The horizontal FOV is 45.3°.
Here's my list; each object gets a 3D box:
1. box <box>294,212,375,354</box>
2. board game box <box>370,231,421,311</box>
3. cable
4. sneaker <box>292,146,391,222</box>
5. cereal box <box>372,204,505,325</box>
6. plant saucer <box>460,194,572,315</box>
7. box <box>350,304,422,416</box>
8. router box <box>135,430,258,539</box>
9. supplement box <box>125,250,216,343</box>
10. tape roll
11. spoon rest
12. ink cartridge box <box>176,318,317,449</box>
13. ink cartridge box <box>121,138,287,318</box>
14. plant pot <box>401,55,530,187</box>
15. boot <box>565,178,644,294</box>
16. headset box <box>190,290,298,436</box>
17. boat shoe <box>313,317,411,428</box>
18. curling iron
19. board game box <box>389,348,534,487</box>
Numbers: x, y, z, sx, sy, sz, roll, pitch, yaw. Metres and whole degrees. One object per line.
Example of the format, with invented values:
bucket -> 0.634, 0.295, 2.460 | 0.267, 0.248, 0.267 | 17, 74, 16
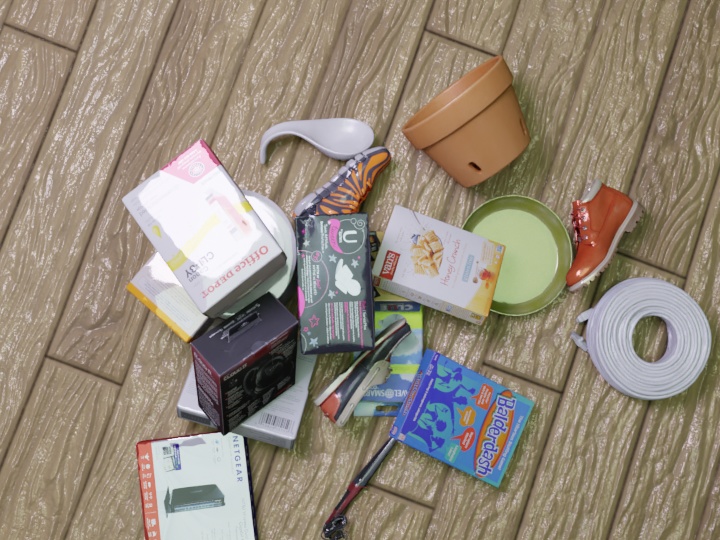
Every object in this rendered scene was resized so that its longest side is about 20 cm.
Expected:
box -> -0.038, 0.019, 1.309 | 0.112, 0.132, 0.204 | -2, 90, -2
board game box -> 0.000, 0.000, 1.422 | 0.196, 0.035, 0.138 | 1, 59, 0
cable -> 0.476, 0.111, 1.423 | 0.199, 0.069, 0.201 | -39, 86, -4
sneaker -> -0.007, -0.109, 1.426 | 0.199, 0.078, 0.112 | -40, 71, -4
cereal box -> 0.125, -0.010, 1.390 | 0.197, 0.040, 0.146 | 20, 58, 1
plant saucer -> 0.256, -0.025, 1.455 | 0.196, 0.031, 0.204 | 0, 85, -1
box -> 0.044, 0.140, 1.430 | 0.119, 0.048, 0.204 | 0, 84, 0
router box -> -0.264, 0.368, 1.404 | 0.176, 0.049, 0.204 | -8, 84, -1
supplement box -> -0.234, -0.007, 1.290 | 0.126, 0.074, 0.201 | 40, 86, 4
tape roll -> -0.196, -0.020, 1.399 | 0.199, 0.139, 0.207 | 0, 83, 0
spoon rest -> -0.075, -0.220, 1.451 | 0.196, 0.061, 0.100 | -6, 46, 1
ink cartridge box -> -0.181, 0.183, 1.419 | 0.196, 0.044, 0.176 | 15, 53, 1
ink cartridge box -> -0.215, -0.057, 1.216 | 0.144, 0.083, 0.201 | -37, 84, -4
plant pot -> 0.184, -0.231, 1.406 | 0.199, 0.200, 0.141 | -37, 102, -4
boot -> 0.377, -0.058, 1.429 | 0.107, 0.075, 0.201 | 37, 70, -3
headset box -> -0.172, 0.137, 1.301 | 0.148, 0.202, 0.077 | -35, 62, -27
boat shoe -> 0.014, 0.160, 1.369 | 0.063, 0.071, 0.200 | 44, 90, 1
curling iron -> 0.002, 0.359, 1.415 | 0.049, 0.026, 0.201 | 28, 79, 40
board game box -> 0.165, 0.239, 1.396 | 0.198, 0.045, 0.154 | 26, 84, -15
